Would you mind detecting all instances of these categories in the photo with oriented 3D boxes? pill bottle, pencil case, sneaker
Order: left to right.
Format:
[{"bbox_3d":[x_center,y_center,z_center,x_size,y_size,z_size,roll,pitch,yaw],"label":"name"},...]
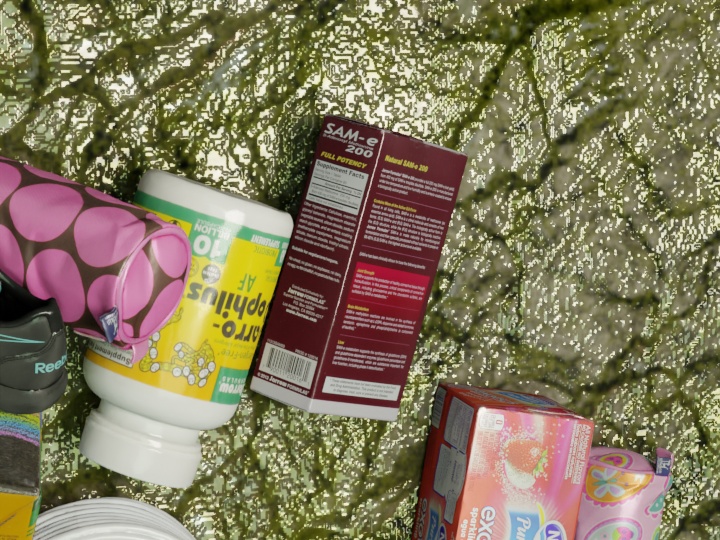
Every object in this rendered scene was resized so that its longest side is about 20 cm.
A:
[{"bbox_3d":[-0.270,0.014,1.263,0.199,0.075,0.080,24,129,11],"label":"sneaker"},{"bbox_3d":[-0.213,-0.015,1.299,0.091,0.199,0.094,-32,138,-50],"label":"pencil case"},{"bbox_3d":[-0.126,0.041,1.360,0.112,0.113,0.202,18,92,-17],"label":"pill bottle"},{"bbox_3d":[0.187,0.231,1.488,0.087,0.087,0.202,8,94,-16],"label":"pencil case"}]

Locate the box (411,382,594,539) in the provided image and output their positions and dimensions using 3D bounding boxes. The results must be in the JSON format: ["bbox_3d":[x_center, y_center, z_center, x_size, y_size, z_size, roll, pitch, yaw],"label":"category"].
[{"bbox_3d":[0.097,0.192,1.449,0.095,0.100,0.202,8,95,-16],"label":"box"}]

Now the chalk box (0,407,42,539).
[{"bbox_3d":[-0.278,0.111,1.305,0.124,0.201,0.125,8,128,-14],"label":"chalk box"}]

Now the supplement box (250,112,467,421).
[{"bbox_3d":[0.000,0.000,1.392,0.108,0.061,0.202,12,95,-53],"label":"supplement box"}]

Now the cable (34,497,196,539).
[{"bbox_3d":[-0.183,0.262,1.374,0.198,0.069,0.202,-8,100,-15],"label":"cable"}]
